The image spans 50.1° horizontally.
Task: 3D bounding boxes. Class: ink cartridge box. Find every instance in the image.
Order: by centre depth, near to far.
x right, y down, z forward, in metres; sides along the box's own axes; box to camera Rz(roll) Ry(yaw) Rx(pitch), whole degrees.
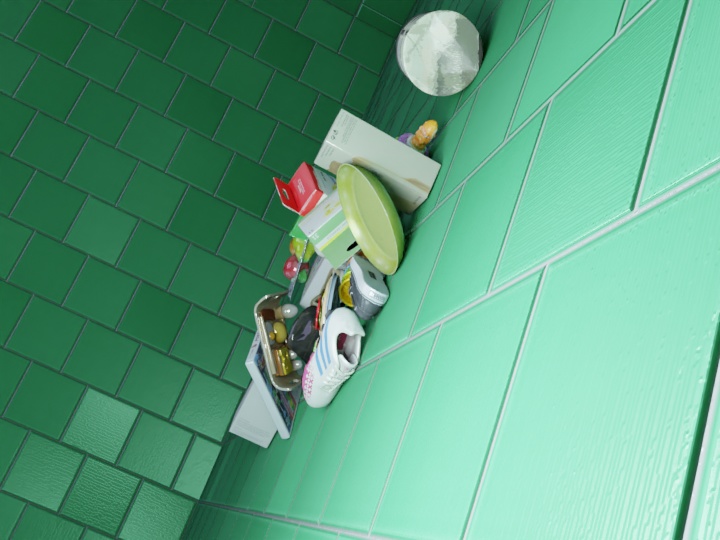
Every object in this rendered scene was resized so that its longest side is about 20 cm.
[{"bbox_3d":[-0.034,-0.094,1.468,0.145,0.048,0.200,-41,25,-1],"label":"ink cartridge box"},{"bbox_3d":[-0.077,-0.151,1.618,0.067,0.198,0.117,-51,36,21],"label":"ink cartridge box"},{"bbox_3d":[-0.064,-0.005,1.807,0.146,0.087,0.201,-60,11,29],"label":"ink cartridge box"}]

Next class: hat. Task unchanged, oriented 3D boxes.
[{"bbox_3d":[-0.102,0.130,1.587,0.203,0.080,0.201,-62,-1,-1],"label":"hat"}]

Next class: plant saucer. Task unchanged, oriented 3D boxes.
[{"bbox_3d":[0.021,-0.091,1.299,0.031,0.202,0.200,-25,-5,-18],"label":"plant saucer"}]

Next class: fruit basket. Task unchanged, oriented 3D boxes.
[{"bbox_3d":[-0.134,-0.033,1.818,0.185,0.092,0.203,-159,81,-82],"label":"fruit basket"}]

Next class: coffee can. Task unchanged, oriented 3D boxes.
[{"bbox_3d":[0.143,-0.412,1.454,0.148,0.145,0.200,-62,9,16],"label":"coffee can"}]

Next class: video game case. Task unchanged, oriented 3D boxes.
[{"bbox_3d":[-0.180,0.222,1.639,0.183,0.023,0.202,-80,-28,-61],"label":"video game case"}]

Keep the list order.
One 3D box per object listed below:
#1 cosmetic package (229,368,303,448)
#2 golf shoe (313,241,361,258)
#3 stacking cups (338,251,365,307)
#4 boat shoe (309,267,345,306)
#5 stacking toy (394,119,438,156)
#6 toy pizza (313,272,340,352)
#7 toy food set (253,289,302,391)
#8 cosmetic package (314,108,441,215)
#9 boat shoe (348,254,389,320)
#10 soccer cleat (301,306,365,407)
[{"bbox_3d":[-0.222,0.310,1.830,0.201,0.107,0.085,-60,9,25],"label":"cosmetic package"},{"bbox_3d":[-0.032,-0.063,1.529,0.199,0.079,0.097,-25,18,39],"label":"golf shoe"},{"bbox_3d":[0.000,0.000,1.510,0.061,0.060,0.201,-61,6,25],"label":"stacking cups"},{"bbox_3d":[-0.082,0.080,1.692,0.201,0.064,0.072,-59,30,24],"label":"boat shoe"},{"bbox_3d":[0.088,-0.223,1.484,0.200,0.109,0.117,-41,13,44],"label":"stacking toy"},{"bbox_3d":[-0.063,0.104,1.416,0.200,0.031,0.204,5,-90,-86],"label":"toy pizza"},{"bbox_3d":[-0.157,0.146,1.633,0.143,0.060,0.203,-13,-92,-77],"label":"toy food set"},{"bbox_3d":[0.028,-0.185,1.336,0.072,0.198,0.105,-64,6,-19],"label":"cosmetic package"},{"bbox_3d":[0.008,0.032,1.329,0.067,0.069,0.200,-61,16,14],"label":"boat shoe"},{"bbox_3d":[-0.045,0.159,1.270,0.086,0.069,0.202,46,129,47],"label":"soccer cleat"}]
